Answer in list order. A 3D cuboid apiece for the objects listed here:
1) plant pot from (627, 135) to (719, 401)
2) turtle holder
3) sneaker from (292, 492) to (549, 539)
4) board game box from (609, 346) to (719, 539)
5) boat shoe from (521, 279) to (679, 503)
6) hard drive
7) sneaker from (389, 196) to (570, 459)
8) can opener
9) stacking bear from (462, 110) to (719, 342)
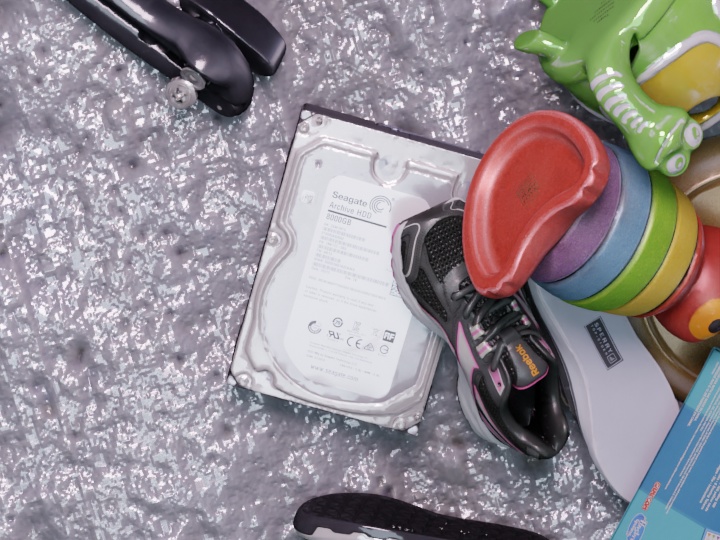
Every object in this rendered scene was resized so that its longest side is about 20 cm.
[{"bbox_3d":[0.267,0.006,1.631,0.200,0.027,0.200,0,103,1],"label":"plant pot"},{"bbox_3d":[0.192,-0.151,1.519,0.132,0.186,0.141,39,98,-22],"label":"turtle holder"},{"bbox_3d":[0.046,0.214,1.657,0.200,0.072,0.083,14,104,-2],"label":"sneaker"},{"bbox_3d":[0.281,0.162,1.552,0.200,0.047,0.151,30,94,36],"label":"board game box"},{"bbox_3d":[0.163,0.065,1.630,0.069,0.057,0.200,-25,101,-13],"label":"boat shoe"},{"bbox_3d":[0.000,0.000,1.628,0.140,0.038,0.200,16,101,-3],"label":"hard drive"},{"bbox_3d":[0.093,0.041,1.586,0.080,0.086,0.200,-36,119,-11],"label":"sneaker"},{"bbox_3d":[-0.149,-0.172,1.587,0.200,0.079,0.063,32,140,-3],"label":"can opener"},{"bbox_3d":[0.175,-0.015,1.545,0.200,0.114,0.121,26,115,-31],"label":"stacking bear"}]
